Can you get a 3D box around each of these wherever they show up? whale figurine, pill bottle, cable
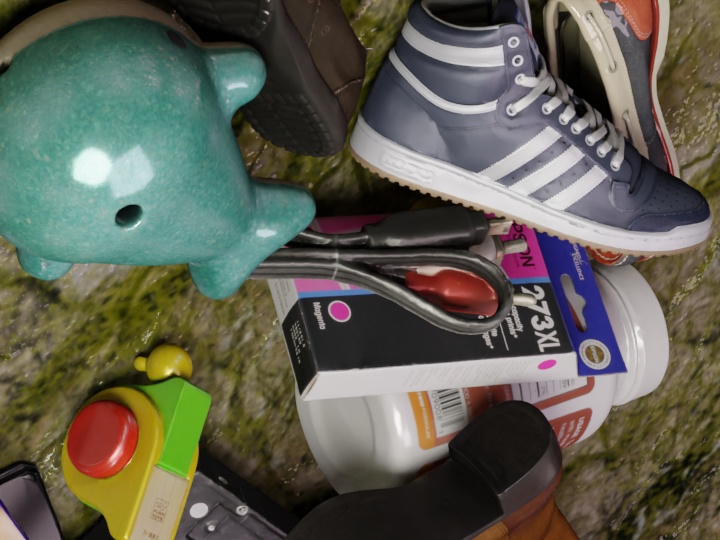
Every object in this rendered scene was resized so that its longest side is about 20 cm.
[{"bbox_3d":[-0.099,-0.041,1.352,0.159,0.104,0.200,-41,133,13],"label":"whale figurine"},{"bbox_3d":[0.072,0.057,1.605,0.199,0.112,0.113,-16,134,-30],"label":"pill bottle"},{"bbox_3d":[0.000,0.000,1.480,0.199,0.098,0.050,-5,150,-15],"label":"cable"}]

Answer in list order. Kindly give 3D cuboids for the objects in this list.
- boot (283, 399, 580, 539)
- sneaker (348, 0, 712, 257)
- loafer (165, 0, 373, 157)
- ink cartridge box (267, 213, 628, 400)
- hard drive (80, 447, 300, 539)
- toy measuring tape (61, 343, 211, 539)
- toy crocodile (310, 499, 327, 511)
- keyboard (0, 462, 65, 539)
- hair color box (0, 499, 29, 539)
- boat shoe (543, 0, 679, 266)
[{"bbox_3d":[0.037,0.168,1.565,0.188,0.068,0.200,-40,154,-13],"label":"boot"},{"bbox_3d":[0.103,-0.081,1.486,0.199,0.070,0.109,16,114,-8],"label":"sneaker"},{"bbox_3d":[-0.048,-0.141,1.368,0.072,0.073,0.200,-61,149,-28],"label":"loafer"},{"bbox_3d":[0.050,0.016,1.531,0.199,0.095,0.037,-2,150,-26],"label":"ink cartridge box"},{"bbox_3d":[-0.074,0.196,1.605,0.140,0.038,0.200,-44,122,13],"label":"hard drive"},{"bbox_3d":[-0.134,0.132,1.498,0.073,0.073,0.201,32,71,-51],"label":"toy measuring tape"},{"bbox_3d":[0.025,0.142,1.675,0.199,0.068,0.062,-31,139,-11],"label":"toy crocodile"},{"bbox_3d":[-0.249,0.183,1.513,0.199,0.040,0.105,-27,115,-18],"label":"keyboard"},{"bbox_3d":[-0.242,0.119,1.407,0.109,0.065,0.200,-37,135,-8],"label":"hair color box"},{"bbox_3d":[0.133,-0.081,1.562,0.062,0.071,0.201,-35,137,-35],"label":"boat shoe"}]
